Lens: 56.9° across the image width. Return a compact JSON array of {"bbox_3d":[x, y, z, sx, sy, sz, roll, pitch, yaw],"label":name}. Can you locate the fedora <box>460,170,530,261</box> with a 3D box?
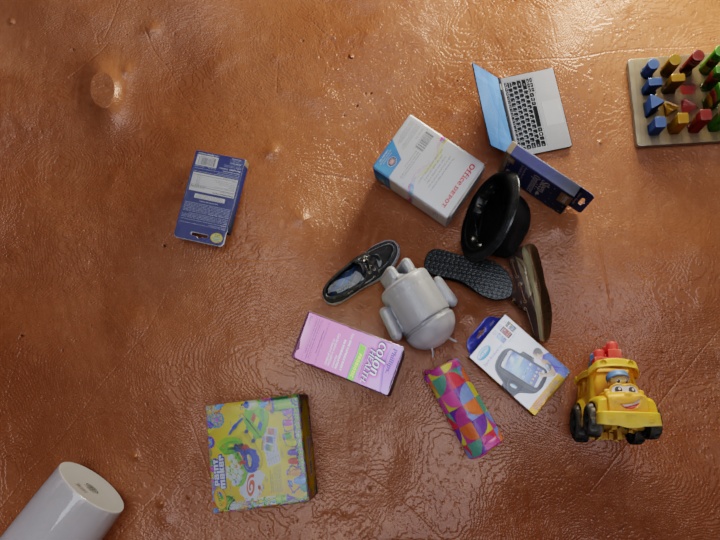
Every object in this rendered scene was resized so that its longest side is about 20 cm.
[{"bbox_3d":[0.293,-0.101,1.374,0.091,0.200,0.204,23,81,-21],"label":"fedora"}]

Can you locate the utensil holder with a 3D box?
[{"bbox_3d":[-0.593,0.510,1.312,0.169,0.170,0.201,36,81,10],"label":"utensil holder"}]

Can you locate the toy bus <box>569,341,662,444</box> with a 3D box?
[{"bbox_3d":[0.480,0.227,1.264,0.133,0.200,0.195,3,72,4],"label":"toy bus"}]

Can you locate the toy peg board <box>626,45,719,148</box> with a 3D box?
[{"bbox_3d":[0.687,-0.378,1.407,0.195,0.098,0.204,-3,79,4],"label":"toy peg board"}]

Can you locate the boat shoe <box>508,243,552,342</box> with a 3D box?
[{"bbox_3d":[0.346,0.050,1.377,0.071,0.072,0.204,-13,86,33],"label":"boat shoe"}]

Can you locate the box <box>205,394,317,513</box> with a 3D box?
[{"bbox_3d":[-0.195,0.360,1.327,0.189,0.122,0.204,-7,79,3],"label":"box"}]

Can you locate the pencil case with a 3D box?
[{"bbox_3d":[0.205,0.274,1.333,0.087,0.088,0.202,-29,76,-1],"label":"pencil case"}]

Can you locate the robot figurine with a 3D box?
[{"bbox_3d":[0.118,0.077,1.359,0.168,0.113,0.202,-29,78,-18],"label":"robot figurine"}]

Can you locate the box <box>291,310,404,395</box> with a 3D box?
[{"bbox_3d":[-0.018,0.170,1.321,0.197,0.176,0.098,19,81,7],"label":"box"}]

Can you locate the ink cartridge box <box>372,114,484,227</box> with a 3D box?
[{"bbox_3d":[0.147,-0.211,1.426,0.199,0.085,0.145,36,84,11],"label":"ink cartridge box"}]

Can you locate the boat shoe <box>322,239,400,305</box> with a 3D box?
[{"bbox_3d":[0.000,0.000,1.407,0.198,0.066,0.070,-33,78,-2],"label":"boat shoe"}]

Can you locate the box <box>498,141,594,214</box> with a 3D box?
[{"bbox_3d":[0.382,-0.182,1.382,0.199,0.121,0.033,35,83,10],"label":"box"}]

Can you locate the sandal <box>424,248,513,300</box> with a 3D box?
[{"bbox_3d":[0.232,0.006,1.403,0.198,0.048,0.076,23,82,22],"label":"sandal"}]

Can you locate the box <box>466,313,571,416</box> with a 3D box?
[{"bbox_3d":[0.315,0.185,1.360,0.199,0.041,0.119,41,85,8],"label":"box"}]

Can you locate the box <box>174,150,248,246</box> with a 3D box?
[{"bbox_3d":[-0.331,-0.157,1.474,0.119,0.032,0.203,12,79,7],"label":"box"}]

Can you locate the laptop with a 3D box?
[{"bbox_3d":[0.348,-0.353,1.421,0.196,0.116,0.191,-11,79,3],"label":"laptop"}]
